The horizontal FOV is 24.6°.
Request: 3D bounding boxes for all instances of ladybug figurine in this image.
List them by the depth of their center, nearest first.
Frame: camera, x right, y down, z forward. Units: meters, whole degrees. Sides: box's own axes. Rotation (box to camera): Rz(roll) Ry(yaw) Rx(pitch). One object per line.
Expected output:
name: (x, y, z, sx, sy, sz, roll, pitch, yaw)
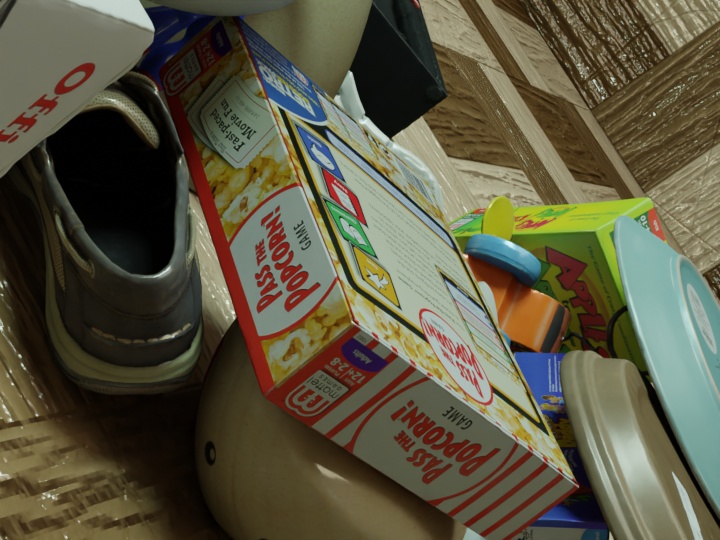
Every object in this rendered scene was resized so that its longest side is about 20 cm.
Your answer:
ladybug figurine: (-0.014, 0.074, 0.707, 0.136, 0.072, 0.200, 57, 16, 8)

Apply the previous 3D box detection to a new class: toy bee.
toy bee: (0.080, 0.034, 0.996, 0.200, 0.131, 0.109, 42, -9, 18)

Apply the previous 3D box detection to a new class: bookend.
bookend: (-0.042, -0.207, 1.167, 0.199, 0.092, 0.200, 48, 16, -26)

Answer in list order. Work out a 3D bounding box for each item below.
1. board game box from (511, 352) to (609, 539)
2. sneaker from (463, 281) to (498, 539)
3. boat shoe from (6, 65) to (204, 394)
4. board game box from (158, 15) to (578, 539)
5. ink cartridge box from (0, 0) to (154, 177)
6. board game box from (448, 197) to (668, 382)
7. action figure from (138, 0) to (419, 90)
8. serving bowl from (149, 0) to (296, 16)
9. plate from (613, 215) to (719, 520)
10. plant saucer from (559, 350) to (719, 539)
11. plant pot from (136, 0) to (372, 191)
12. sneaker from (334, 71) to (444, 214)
board game box: (0.096, 0.140, 0.827, 0.200, 0.044, 0.135, -73, 163, -71)
sneaker: (0.032, 0.100, 0.817, 0.077, 0.080, 0.201, 93, -4, -58)
boat shoe: (-0.098, -0.047, 0.650, 0.074, 0.074, 0.201, -5, 51, -24)
board game box: (0.000, 0.000, 0.681, 0.151, 0.046, 0.201, 38, 20, -40)
ink cartridge box: (-0.161, -0.058, 0.393, 0.085, 0.146, 0.200, 57, 14, 10)
board game box: (0.127, 0.012, 1.068, 0.200, 0.047, 0.102, 0, -65, 63)
action figure: (-0.038, -0.125, 0.774, 0.099, 0.201, 0.065, 27, -21, 15)
serving bowl: (-0.097, -0.172, 0.688, 0.199, 0.066, 0.201, 30, 30, -19)
plate: (0.189, 0.058, 0.893, 0.200, 0.025, 0.201, 52, 24, -35)
plant saucer: (0.152, 0.125, 0.783, 0.201, 0.029, 0.200, 56, 16, -26)
plant pot: (-0.070, -0.155, 0.894, 0.201, 0.134, 0.201, 50, 17, -21)
sneaker: (-0.030, -0.091, 1.053, 0.200, 0.077, 0.082, 55, -12, -7)
